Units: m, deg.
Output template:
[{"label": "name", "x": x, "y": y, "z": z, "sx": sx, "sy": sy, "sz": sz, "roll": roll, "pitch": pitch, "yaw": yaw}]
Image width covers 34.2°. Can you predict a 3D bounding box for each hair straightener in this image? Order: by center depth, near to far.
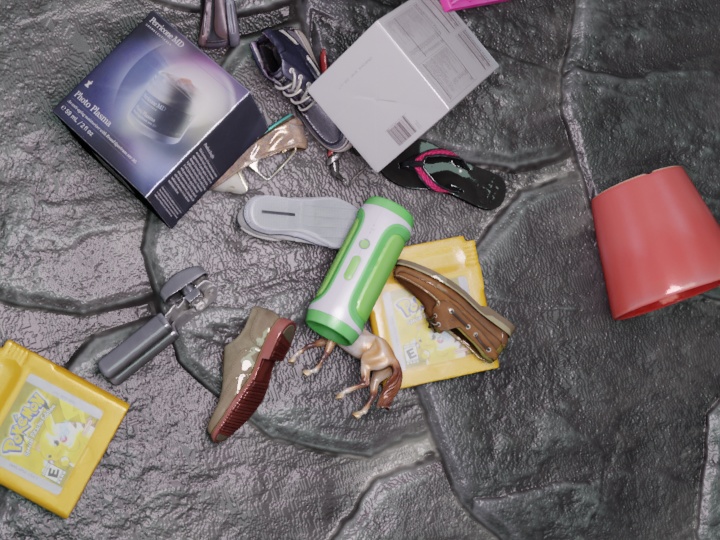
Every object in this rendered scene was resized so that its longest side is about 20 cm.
[{"label": "hair straightener", "x": -0.016, "y": -0.221, "z": 1.692, "sx": 0.076, "sy": 0.041, "sz": 0.202, "roll": -4, "pitch": 86, "yaw": -9}]

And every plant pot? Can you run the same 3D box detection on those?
[{"label": "plant pot", "x": 0.428, "y": -0.043, "z": 1.686, "sx": 0.199, "sy": 0.200, "sz": 0.178, "roll": -17, "pitch": 81, "yaw": -9}]

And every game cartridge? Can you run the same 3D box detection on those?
[{"label": "game cartridge", "x": -0.446, "y": 0.215, "z": 1.604, "sx": 0.199, "sy": 0.032, "sz": 0.177, "roll": 29, "pitch": 83, "yaw": -7}, {"label": "game cartridge", "x": 0.099, "y": 0.060, "z": 1.702, "sx": 0.175, "sy": 0.032, "sz": 0.201, "roll": -11, "pitch": 90, "yaw": -9}]

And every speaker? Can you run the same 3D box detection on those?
[{"label": "speaker", "x": 0.000, "y": 0.000, "z": 1.627, "sx": 0.088, "sy": 0.088, "sz": 0.201, "roll": 29, "pitch": 74, "yaw": -6}]

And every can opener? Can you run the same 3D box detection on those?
[{"label": "can opener", "x": -0.287, "y": 0.073, "z": 1.642, "sx": 0.200, "sy": 0.053, "sz": 0.067, "roll": -39, "pitch": 61, "yaw": -8}]

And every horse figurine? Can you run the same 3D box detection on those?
[{"label": "horse figurine", "x": -0.010, "y": 0.120, "z": 1.653, "sx": 0.200, "sy": 0.050, "sz": 0.133, "roll": 37, "pitch": 78, "yaw": 24}]

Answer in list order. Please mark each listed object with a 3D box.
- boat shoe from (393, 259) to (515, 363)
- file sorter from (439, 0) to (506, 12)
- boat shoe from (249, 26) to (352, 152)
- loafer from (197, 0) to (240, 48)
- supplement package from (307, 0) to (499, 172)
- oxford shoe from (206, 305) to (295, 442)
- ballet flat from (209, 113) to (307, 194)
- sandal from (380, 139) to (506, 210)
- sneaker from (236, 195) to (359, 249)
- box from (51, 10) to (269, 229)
[{"label": "boat shoe", "x": 0.124, "y": 0.059, "z": 1.656, "sx": 0.199, "sy": 0.072, "sz": 0.068, "roll": 32, "pitch": 81, "yaw": -5}, {"label": "file sorter", "x": 0.189, "y": -0.463, "z": 1.643, "sx": 0.200, "sy": 0.125, "sz": 0.140, "roll": -24, "pitch": 91, "yaw": -50}, {"label": "boat shoe", "x": -0.085, "y": -0.252, "z": 1.640, "sx": 0.075, "sy": 0.093, "sz": 0.201, "roll": -37, "pitch": 79, "yaw": 28}, {"label": "loafer", "x": -0.215, "y": -0.415, "z": 1.659, "sx": 0.063, "sy": 0.072, "sz": 0.202, "roll": -10, "pitch": 92, "yaw": -5}, {"label": "supplement package", "x": 0.062, "y": -0.265, "z": 1.604, "sx": 0.151, "sy": 0.200, "sz": 0.152, "roll": 49, "pitch": 127, "yaw": -4}, {"label": "oxford shoe", "x": -0.168, "y": 0.145, "z": 1.651, "sx": 0.075, "sy": 0.070, "sz": 0.201, "roll": 29, "pitch": 84, "yaw": 20}, {"label": "ballet flat", "x": -0.161, "y": -0.149, "z": 1.656, "sx": 0.199, "sy": 0.068, "sz": 0.068, "roll": -30, "pitch": 99, "yaw": -7}, {"label": "sandal", "x": 0.123, "y": -0.144, "z": 1.708, "sx": 0.199, "sy": 0.045, "sz": 0.076, "roll": 17, "pitch": 85, "yaw": -8}, {"label": "sneaker", "x": -0.082, "y": -0.072, "z": 1.664, "sx": 0.199, "sy": 0.071, "sz": 0.074, "roll": 11, "pitch": 81, "yaw": -29}, {"label": "box", "x": -0.268, "y": -0.205, "z": 1.582, "sx": 0.200, "sy": 0.123, "sz": 0.198, "roll": 40, "pitch": 80, "yaw": 18}]
